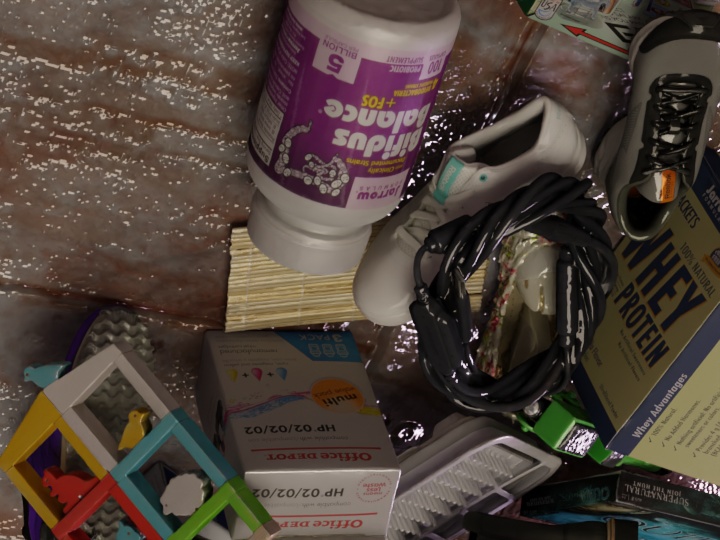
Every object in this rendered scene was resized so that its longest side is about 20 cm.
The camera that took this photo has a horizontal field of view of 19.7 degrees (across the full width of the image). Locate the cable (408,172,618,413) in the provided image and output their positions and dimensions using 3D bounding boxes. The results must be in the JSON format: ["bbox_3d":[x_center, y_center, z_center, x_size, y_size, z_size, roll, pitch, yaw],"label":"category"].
[{"bbox_3d":[0.110,0.018,1.448,0.163,0.051,0.200,-38,137,-14],"label":"cable"}]

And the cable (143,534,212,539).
[{"bbox_3d":[-0.099,0.201,1.497,0.200,0.050,0.097,-12,122,41],"label":"cable"}]

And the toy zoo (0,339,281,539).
[{"bbox_3d":[-0.162,0.141,1.411,0.131,0.020,0.200,-45,80,21],"label":"toy zoo"}]

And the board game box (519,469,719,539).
[{"bbox_3d":[0.248,0.200,1.670,0.199,0.028,0.135,16,162,-26],"label":"board game box"}]

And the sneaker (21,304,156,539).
[{"bbox_3d":[-0.210,0.118,1.494,0.069,0.099,0.201,7,96,-40],"label":"sneaker"}]

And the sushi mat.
[{"bbox_3d":[0.000,0.000,1.506,0.199,0.012,0.096,-5,126,-13],"label":"sushi mat"}]

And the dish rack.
[{"bbox_3d":[0.056,0.165,1.584,0.171,0.044,0.200,-33,160,10],"label":"dish rack"}]

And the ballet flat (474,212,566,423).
[{"bbox_3d":[0.132,0.029,1.534,0.075,0.064,0.201,-1,126,-14],"label":"ballet flat"}]

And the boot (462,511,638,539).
[{"bbox_3d":[0.141,0.261,1.670,0.138,0.078,0.201,7,131,2],"label":"boot"}]

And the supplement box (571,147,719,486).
[{"bbox_3d":[0.291,0.046,1.547,0.199,0.134,0.200,20,118,-28],"label":"supplement box"}]

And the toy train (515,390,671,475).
[{"bbox_3d":[0.186,0.126,1.587,0.042,0.056,0.200,-56,145,10],"label":"toy train"}]

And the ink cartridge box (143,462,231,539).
[{"bbox_3d":[-0.160,0.267,1.644,0.200,0.041,0.199,-41,126,15],"label":"ink cartridge box"}]

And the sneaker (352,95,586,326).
[{"bbox_3d":[0.064,-0.049,1.428,0.200,0.075,0.088,-44,156,0],"label":"sneaker"}]

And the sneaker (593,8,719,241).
[{"bbox_3d":[0.213,-0.099,1.421,0.074,0.080,0.200,3,141,-7],"label":"sneaker"}]

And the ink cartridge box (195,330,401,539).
[{"bbox_3d":[-0.042,0.128,1.470,0.115,0.200,0.068,0,126,-17],"label":"ink cartridge box"}]

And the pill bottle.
[{"bbox_3d":[-0.012,-0.100,1.363,0.112,0.112,0.201,5,125,-19],"label":"pill bottle"}]

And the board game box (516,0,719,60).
[{"bbox_3d":[0.222,-0.199,1.410,0.199,0.029,0.135,18,120,-27],"label":"board game box"}]
